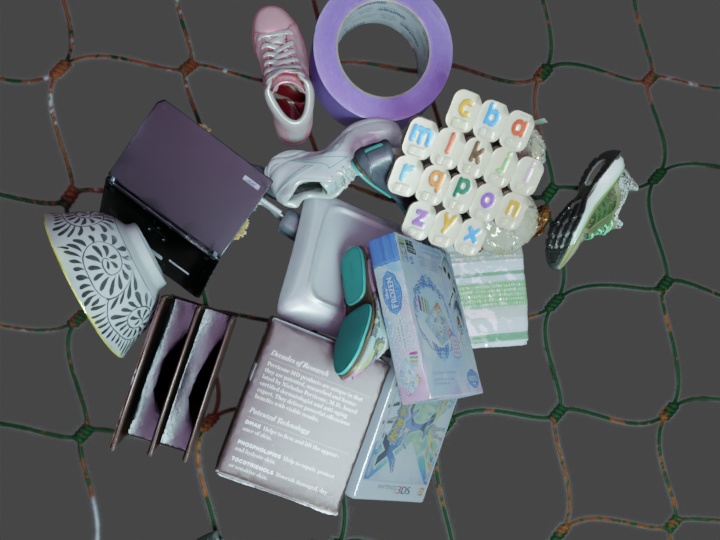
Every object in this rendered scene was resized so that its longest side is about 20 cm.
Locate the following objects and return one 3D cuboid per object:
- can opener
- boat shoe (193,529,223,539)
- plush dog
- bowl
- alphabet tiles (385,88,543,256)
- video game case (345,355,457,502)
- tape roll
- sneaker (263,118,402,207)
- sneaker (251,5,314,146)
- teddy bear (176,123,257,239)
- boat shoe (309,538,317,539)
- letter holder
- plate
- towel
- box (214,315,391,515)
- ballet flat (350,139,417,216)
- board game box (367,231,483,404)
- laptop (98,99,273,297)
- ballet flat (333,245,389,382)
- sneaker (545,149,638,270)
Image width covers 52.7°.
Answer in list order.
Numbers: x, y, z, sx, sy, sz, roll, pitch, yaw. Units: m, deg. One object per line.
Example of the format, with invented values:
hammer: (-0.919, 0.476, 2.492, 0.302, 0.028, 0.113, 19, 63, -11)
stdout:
can opener: (-0.092, -0.074, 1.025, 0.199, 0.053, 0.067, 38, 83, -5)
boat shoe: (-0.174, 0.454, 0.985, 0.063, 0.071, 0.202, -26, 90, -7)
plush dog: (0.194, -0.110, 1.017, 0.197, 0.160, 0.175, -11, 95, -9)
bowl: (-0.308, -0.001, 0.921, 0.093, 0.201, 0.203, -28, 92, -11)
alphabet tiles: (0.135, -0.121, 0.929, 0.197, 0.015, 0.198, 15, 108, -19)
video game case: (0.067, 0.215, 0.992, 0.022, 0.182, 0.203, 15, 84, 37)
tape roll: (0.027, -0.302, 1.035, 0.197, 0.085, 0.204, 0, 87, -8)
sneaker: (-0.029, -0.139, 0.984, 0.198, 0.071, 0.081, -24, 48, -2)
sneaker: (-0.104, -0.282, 1.007, 0.074, 0.105, 0.203, -11, 88, -6)
teddy bear: (-0.225, -0.120, 0.978, 0.200, 0.145, 0.067, 45, 38, -3)
boat shoe: (-0.016, 0.468, 1.011, 0.199, 0.071, 0.091, 35, 85, 2)
letter holder: (-0.242, 0.142, 0.951, 0.099, 0.142, 0.203, 18, 85, -7)
plate: (0.000, 0.000, 0.993, 0.197, 0.032, 0.203, 22, 63, -19)
towel: (0.171, 0.013, 1.075, 0.147, 0.031, 0.203, -3, 86, -10)
box: (-0.078, 0.182, 0.960, 0.162, 0.166, 0.203, 21, 84, -6)
ballet flat: (0.061, -0.118, 0.984, 0.072, 0.200, 0.074, -11, 65, 26)
board game box: (0.088, 0.066, 0.937, 0.043, 0.199, 0.202, -19, 75, 24)
laptop: (-0.239, -0.087, 0.965, 0.176, 0.200, 0.104, 36, 55, -4)
ballet flat: (0.009, 0.057, 0.899, 0.069, 0.202, 0.071, -33, 128, 31)
sneaker: (0.353, -0.077, 1.081, 0.088, 0.077, 0.201, 34, 86, -14)
